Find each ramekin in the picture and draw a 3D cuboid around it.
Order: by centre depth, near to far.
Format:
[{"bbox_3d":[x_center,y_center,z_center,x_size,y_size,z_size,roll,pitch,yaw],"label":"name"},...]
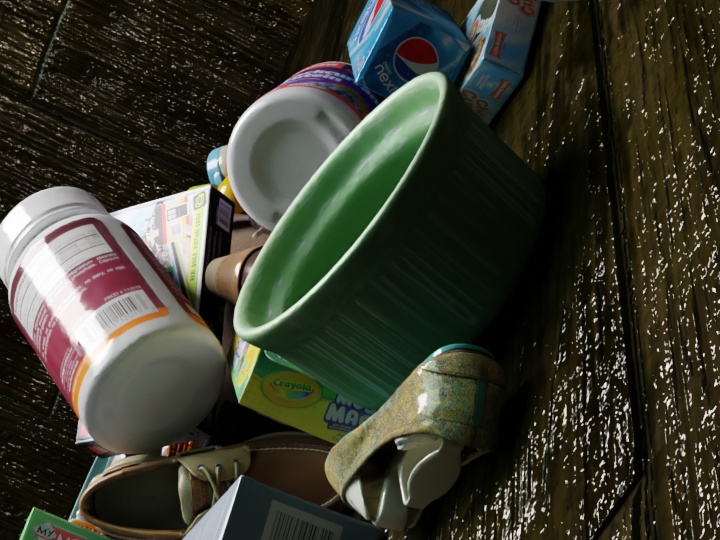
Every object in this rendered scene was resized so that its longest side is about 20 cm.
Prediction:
[{"bbox_3d":[0.022,-0.012,1.132,0.200,0.098,0.200,-47,16,18],"label":"ramekin"}]

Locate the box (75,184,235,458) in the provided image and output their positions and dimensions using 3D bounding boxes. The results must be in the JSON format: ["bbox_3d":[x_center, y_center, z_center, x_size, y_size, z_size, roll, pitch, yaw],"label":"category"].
[{"bbox_3d":[-0.157,0.040,1.442,0.109,0.035,0.201,-14,59,29],"label":"box"}]

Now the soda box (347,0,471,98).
[{"bbox_3d":[0.035,-0.174,1.437,0.064,0.068,0.200,-63,9,12],"label":"soda box"}]

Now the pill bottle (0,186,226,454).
[{"bbox_3d":[-0.191,0.031,1.370,0.200,0.114,0.115,49,120,41],"label":"pill bottle"}]

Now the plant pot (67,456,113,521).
[{"bbox_3d":[-0.216,0.263,1.827,0.200,0.133,0.201,-156,90,-80],"label":"plant pot"}]

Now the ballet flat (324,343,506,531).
[{"bbox_3d":[0.026,0.109,1.050,0.200,0.070,0.071,127,164,-56],"label":"ballet flat"}]

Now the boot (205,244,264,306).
[{"bbox_3d":[0.000,0.000,1.406,0.166,0.199,0.073,5,105,48],"label":"boot"}]

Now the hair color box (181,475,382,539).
[{"bbox_3d":[-0.068,0.204,1.226,0.200,0.098,0.061,130,160,-60],"label":"hair color box"}]

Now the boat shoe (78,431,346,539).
[{"bbox_3d":[-0.104,0.158,1.298,0.074,0.199,0.076,3,-104,-74],"label":"boat shoe"}]

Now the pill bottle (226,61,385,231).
[{"bbox_3d":[-0.027,-0.100,1.434,0.112,0.111,0.200,-63,-3,18],"label":"pill bottle"}]

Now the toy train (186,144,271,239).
[{"bbox_3d":[-0.099,-0.064,1.539,0.115,0.085,0.200,-19,22,30],"label":"toy train"}]

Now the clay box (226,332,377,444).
[{"bbox_3d":[-0.028,0.079,1.265,0.200,0.114,0.048,-127,61,-80],"label":"clay box"}]

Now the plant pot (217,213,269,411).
[{"bbox_3d":[-0.083,0.035,1.583,0.200,0.186,0.188,-7,59,62],"label":"plant pot"}]

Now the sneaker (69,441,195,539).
[{"bbox_3d":[-0.184,0.203,1.450,0.200,0.075,0.092,-65,-2,-46],"label":"sneaker"}]

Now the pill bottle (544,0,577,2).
[{"bbox_3d":[0.131,-0.256,1.188,0.201,0.112,0.113,-80,16,-54],"label":"pill bottle"}]

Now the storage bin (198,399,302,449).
[{"bbox_3d":[-0.102,0.216,1.421,0.135,0.093,0.201,-115,48,-78],"label":"storage bin"}]

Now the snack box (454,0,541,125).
[{"bbox_3d":[0.081,-0.143,1.429,0.200,0.037,0.117,126,164,-54],"label":"snack box"}]

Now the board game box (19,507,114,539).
[{"bbox_3d":[-0.161,0.265,1.297,0.029,0.199,0.135,126,165,-55],"label":"board game box"}]
